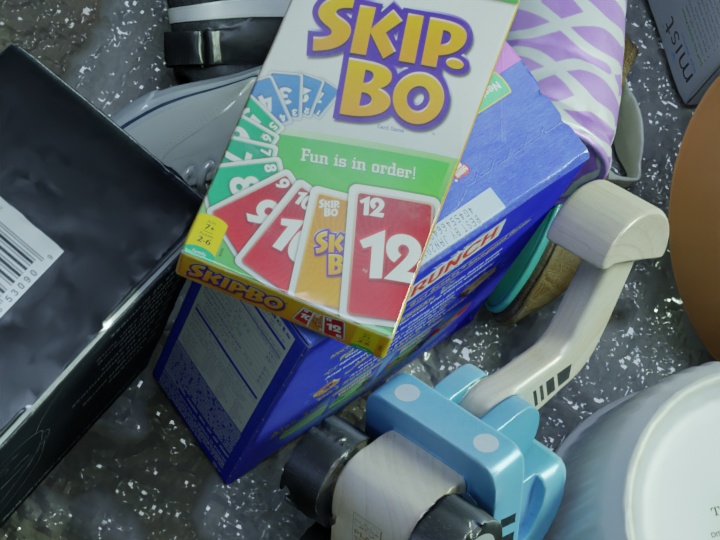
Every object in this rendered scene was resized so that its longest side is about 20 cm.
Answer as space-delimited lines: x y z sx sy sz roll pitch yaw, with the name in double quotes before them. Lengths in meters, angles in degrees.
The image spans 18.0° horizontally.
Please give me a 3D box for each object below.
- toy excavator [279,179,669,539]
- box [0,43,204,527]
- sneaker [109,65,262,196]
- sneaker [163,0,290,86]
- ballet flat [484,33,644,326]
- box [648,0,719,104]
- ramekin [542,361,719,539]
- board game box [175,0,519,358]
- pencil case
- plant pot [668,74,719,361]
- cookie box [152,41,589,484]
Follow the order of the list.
"toy excavator" 0.063 0.073 1.084 0.100 0.196 0.200 30 47 29
"box" -0.184 0.040 1.014 0.124 0.197 0.200 39 64 5
"sneaker" -0.062 -0.058 1.119 0.199 0.073 0.071 -26 30 5
"sneaker" -0.018 -0.115 1.205 0.199 0.073 0.113 6 91 -29
"ballet flat" 0.118 -0.053 1.217 0.072 0.068 0.201 25 58 -25
"box" 0.218 -0.219 1.242 0.096 0.177 0.201 -9 70 -19
"ramekin" 0.187 0.139 1.124 0.198 0.105 0.202 6 66 -13
"board game box" 0.000 -0.067 0.984 0.095 0.030 0.201 22 59 -1
"pencil case" 0.095 -0.129 1.175 0.083 0.086 0.201 20 57 -16
"plant pot" 0.275 -0.025 1.153 0.199 0.140 0.202 -2 95 -30
"cookie box" 0.000 0.000 1.078 0.171 0.200 0.075 -33 79 -25
